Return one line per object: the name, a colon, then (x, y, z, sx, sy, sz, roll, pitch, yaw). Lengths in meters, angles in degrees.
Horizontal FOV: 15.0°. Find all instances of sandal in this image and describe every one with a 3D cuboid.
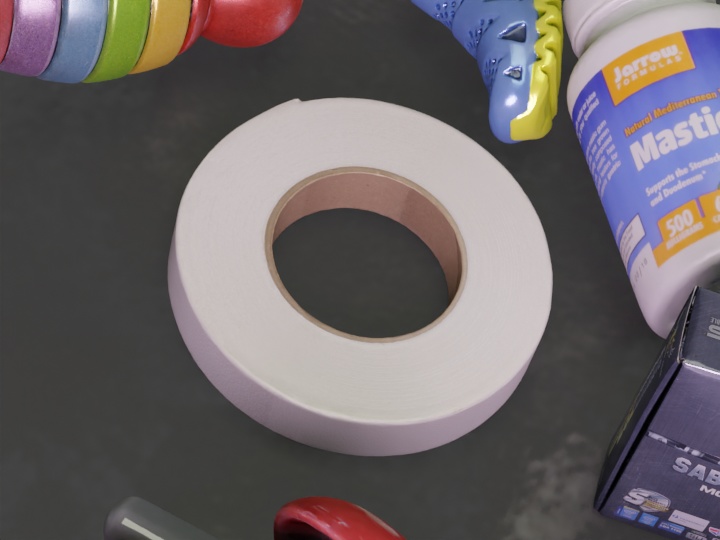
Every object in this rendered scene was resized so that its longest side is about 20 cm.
sandal: (0.067, -0.152, 1.514, 0.087, 0.080, 0.201, -3, 52, -3)

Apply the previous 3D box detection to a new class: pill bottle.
pill bottle: (0.175, -0.071, 1.457, 0.111, 0.112, 0.201, -8, 60, -17)

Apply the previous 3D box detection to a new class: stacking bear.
stacking bear: (-0.124, -0.157, 1.453, 0.199, 0.122, 0.114, -4, 56, -24)

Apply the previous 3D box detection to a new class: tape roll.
tape roll: (0.000, 0.000, 1.418, 0.202, 0.037, 0.204, 6, 58, -9)

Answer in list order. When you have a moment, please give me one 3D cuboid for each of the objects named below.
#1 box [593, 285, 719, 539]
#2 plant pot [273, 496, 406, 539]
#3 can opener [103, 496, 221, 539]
box: (0.229, 0.096, 1.335, 0.199, 0.158, 0.051, 19, 55, -1)
plant pot: (-0.032, 0.212, 1.162, 0.182, 0.201, 0.201, -32, 69, -17)
can opener: (-0.031, 0.166, 1.307, 0.199, 0.054, 0.067, 27, 24, 6)
